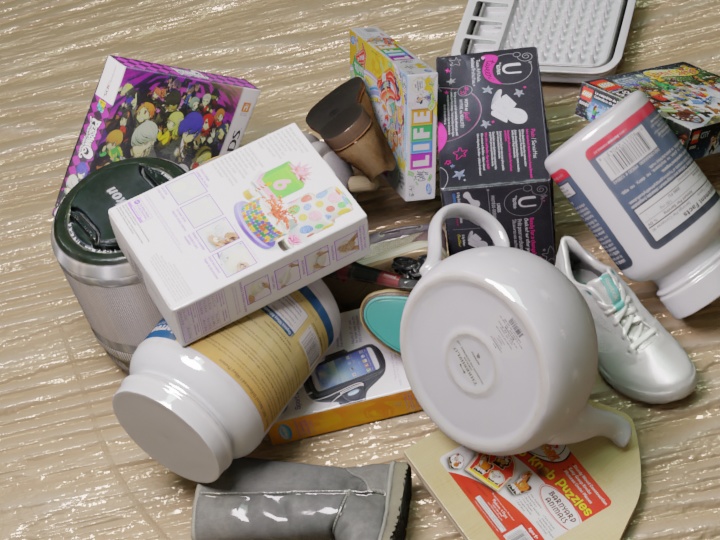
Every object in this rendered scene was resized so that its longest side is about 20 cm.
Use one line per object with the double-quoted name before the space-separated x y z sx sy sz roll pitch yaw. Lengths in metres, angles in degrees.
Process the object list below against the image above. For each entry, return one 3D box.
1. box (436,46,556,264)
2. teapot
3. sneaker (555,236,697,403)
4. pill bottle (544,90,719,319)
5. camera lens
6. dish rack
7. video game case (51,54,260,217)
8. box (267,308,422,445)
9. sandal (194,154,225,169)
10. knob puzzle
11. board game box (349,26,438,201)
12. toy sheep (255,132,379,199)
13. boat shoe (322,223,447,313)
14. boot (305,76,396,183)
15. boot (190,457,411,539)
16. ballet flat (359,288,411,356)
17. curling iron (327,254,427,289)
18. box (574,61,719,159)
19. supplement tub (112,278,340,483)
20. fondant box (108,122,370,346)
"box" 0.143 -0.116 1.651 0.114 0.133 0.201 -5 48 7
"teapot" 0.139 0.058 1.421 0.196 0.202 0.146 16 27 38
"sneaker" 0.244 0.044 1.508 0.075 0.089 0.200 -30 48 -14
"pill bottle" 0.280 -0.059 1.518 0.119 0.120 0.201 -37 91 -18
"camera lens" -0.213 -0.001 1.598 0.158 0.201 0.161 -8 47 8
"dish rack" 0.217 -0.276 1.837 0.198 0.044 0.173 5 49 19
"video game case" -0.213 -0.126 1.666 0.036 0.199 0.183 35 109 36
"box" -0.024 0.100 1.567 0.198 0.042 0.120 -15 47 5
"sandal" -0.095 -0.067 1.601 0.198 0.081 0.054 18 12 21
"knob puzzle" 0.167 0.188 1.437 0.217 0.031 0.221 -1 50 1
"board game box" 0.033 -0.171 1.687 0.034 0.136 0.200 -7 23 -16
"toy sheep" -0.068 -0.088 1.689 0.198 0.138 0.139 -10 44 31
"boat shoe" 0.000 0.000 1.620 0.198 0.072 0.065 -16 34 23
"boot" -0.007 -0.147 1.661 0.073 0.076 0.200 -36 22 10
"boot" -0.059 0.236 1.431 0.198 0.073 0.182 2 35 9
"ballet flat" 0.095 0.063 1.525 0.198 0.069 0.063 19 16 0
"curling iron" -0.007 -0.002 1.552 0.199 0.026 0.049 5 19 41
"box" 0.335 -0.168 1.644 0.136 0.038 0.199 30 30 34
"supplement tub" -0.125 0.083 1.480 0.144 0.145 0.200 18 54 29
"fondant box" -0.110 -0.036 1.446 0.199 0.059 0.145 -27 52 -14
